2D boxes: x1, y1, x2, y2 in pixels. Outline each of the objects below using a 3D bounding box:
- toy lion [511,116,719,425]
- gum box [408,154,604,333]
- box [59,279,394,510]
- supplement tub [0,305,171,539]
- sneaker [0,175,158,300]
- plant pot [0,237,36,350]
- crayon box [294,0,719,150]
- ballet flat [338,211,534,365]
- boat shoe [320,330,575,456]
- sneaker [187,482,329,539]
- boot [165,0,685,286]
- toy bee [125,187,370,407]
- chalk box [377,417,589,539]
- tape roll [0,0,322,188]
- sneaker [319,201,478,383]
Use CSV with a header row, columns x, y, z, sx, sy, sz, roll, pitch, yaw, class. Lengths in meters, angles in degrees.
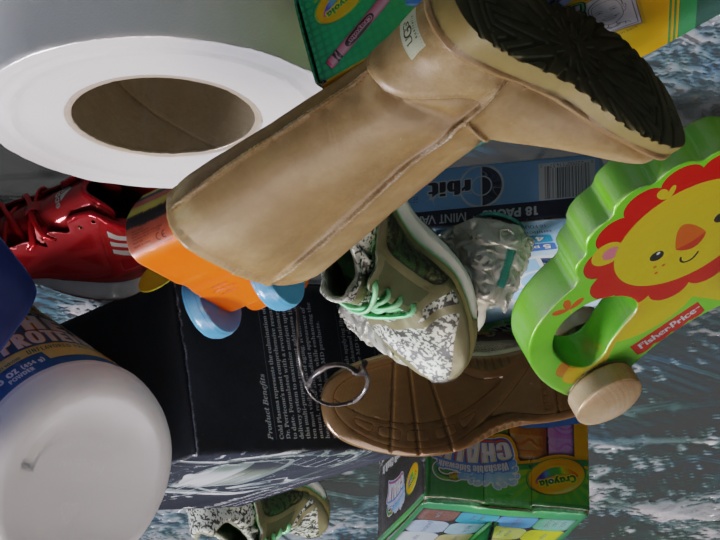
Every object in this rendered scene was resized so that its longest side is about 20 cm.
x,y,z,sx,sy,sz,roll,pitch,yaw,class
0.175,-0.008,1.669,0.199,0.069,0.192,-35,148,10,toy lion
0.088,-0.011,1.769,0.169,0.045,0.200,-5,158,14,gum box
-0.103,0.086,1.866,0.196,0.125,0.199,4,162,-42,box
-0.226,0.097,1.744,0.144,0.145,0.200,20,-174,-42,supplement tub
-0.212,-0.033,1.698,0.199,0.079,0.116,-5,154,-22,sneaker
-0.336,0.026,1.587,0.199,0.180,0.200,-16,126,33,plant pot
0.083,-0.137,1.347,0.199,0.059,0.119,-28,149,22,crayon box
0.040,0.023,1.707,0.071,0.072,0.200,9,158,-23,ballet flat
0.067,0.073,1.821,0.199,0.073,0.072,-11,-167,-11,boat shoe
-0.093,0.204,2.252,0.076,0.089,0.200,-12,156,30,sneaker
0.032,-0.055,1.343,0.175,0.066,0.200,26,131,-33,boot
-0.075,-0.008,1.697,0.130,0.109,0.200,-10,142,10,toy bee
0.085,0.130,1.919,0.123,0.201,0.125,5,159,-14,chalk box
-0.103,-0.112,1.468,0.201,0.071,0.203,0,159,0,tape roll
0.000,0.000,1.585,0.077,0.089,0.201,-8,127,34,sneaker
